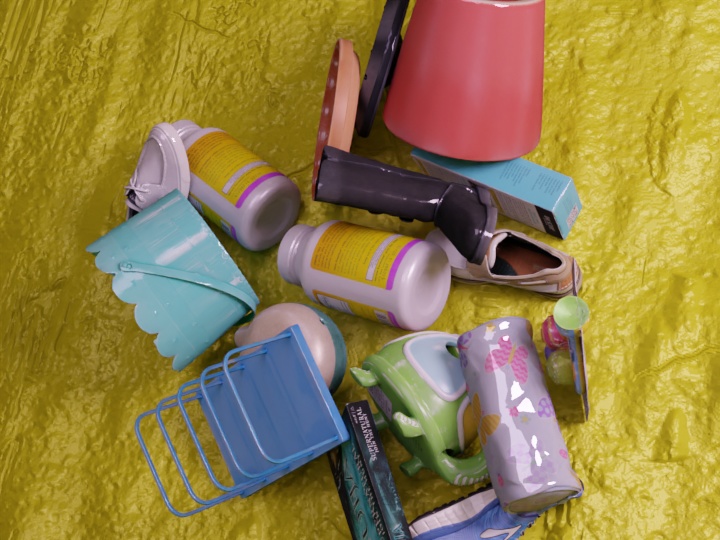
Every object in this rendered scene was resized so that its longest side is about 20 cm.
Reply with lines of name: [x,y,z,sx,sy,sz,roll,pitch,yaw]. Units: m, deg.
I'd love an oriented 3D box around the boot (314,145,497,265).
boot: [0.046,-0.076,1.324,0.198,0.165,0.066,17,107,-6]

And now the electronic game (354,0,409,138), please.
electronic game: [0.031,-0.263,1.479,0.041,0.200,0.202,17,73,-3]

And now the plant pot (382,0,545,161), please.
plant pot: [0.132,-0.249,1.391,0.198,0.179,0.201,6,30,-4]

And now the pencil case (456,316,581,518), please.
pencil case: [0.164,0.149,1.232,0.090,0.083,0.202,-7,66,-19]

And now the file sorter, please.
file sorter: [-0.138,0.174,1.319,0.200,0.122,0.140,-35,77,40]

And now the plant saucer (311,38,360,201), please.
plant saucer: [-0.030,-0.184,1.473,0.032,0.200,0.202,9,69,-6]

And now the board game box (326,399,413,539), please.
board game box: [0.012,0.261,1.300,0.028,0.136,0.201,-9,60,-18]

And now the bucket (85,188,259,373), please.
bucket: [-0.226,0.010,1.457,0.134,0.208,0.207,-37,60,-6]

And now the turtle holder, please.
turtle holder: [0.086,0.146,1.311,0.131,0.142,0.185,-32,33,-16]

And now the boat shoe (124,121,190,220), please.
boat shoe: [-0.270,-0.095,1.520,0.068,0.201,0.072,-26,58,-39]

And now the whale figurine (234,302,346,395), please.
whale figurine: [-0.095,0.130,1.427,0.159,0.103,0.200,50,115,26]

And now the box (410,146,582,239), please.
box: [0.162,-0.108,1.423,0.199,0.082,0.049,25,78,27]

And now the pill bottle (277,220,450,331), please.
pill bottle: [0.000,0.000,1.412,0.199,0.104,0.105,15,74,33]

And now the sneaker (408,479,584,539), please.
sneaker: [0.151,0.275,1.282,0.199,0.079,0.090,-25,83,4]

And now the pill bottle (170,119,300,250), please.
pill bottle: [-0.177,-0.117,1.542,0.200,0.104,0.104,37,85,28]

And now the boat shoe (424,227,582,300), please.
boat shoe: [0.160,-0.020,1.394,0.198,0.068,0.075,11,73,25]

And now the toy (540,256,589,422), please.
toy: [0.215,0.079,1.255,0.047,0.200,0.116,-4,66,6]
